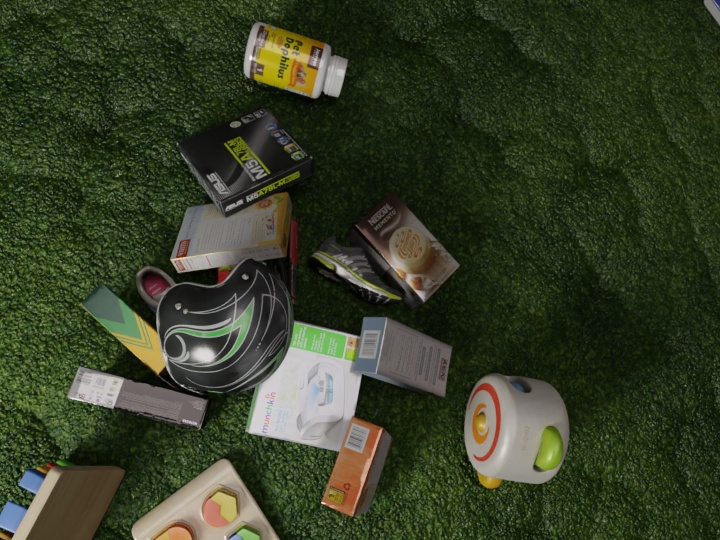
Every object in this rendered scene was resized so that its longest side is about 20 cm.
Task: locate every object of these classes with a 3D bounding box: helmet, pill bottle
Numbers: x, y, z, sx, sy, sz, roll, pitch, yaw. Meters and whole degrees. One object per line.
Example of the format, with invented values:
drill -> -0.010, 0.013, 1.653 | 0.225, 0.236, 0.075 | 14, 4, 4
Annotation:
helmet -> -0.197, 0.087, 0.834 | 0.188, 0.200, 0.202 | -10, 78, 1
pill bottle -> -0.130, -0.422, 1.090 | 0.198, 0.109, 0.110 | 14, 73, -10

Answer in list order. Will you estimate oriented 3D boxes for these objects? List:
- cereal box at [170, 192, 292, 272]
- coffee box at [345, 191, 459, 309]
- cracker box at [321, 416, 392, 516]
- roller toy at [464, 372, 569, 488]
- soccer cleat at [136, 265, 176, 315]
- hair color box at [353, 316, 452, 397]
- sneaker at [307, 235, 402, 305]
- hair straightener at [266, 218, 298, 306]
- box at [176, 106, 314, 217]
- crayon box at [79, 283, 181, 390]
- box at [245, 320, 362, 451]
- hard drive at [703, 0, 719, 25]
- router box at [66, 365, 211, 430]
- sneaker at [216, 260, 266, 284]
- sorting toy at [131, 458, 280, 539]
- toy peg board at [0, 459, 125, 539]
cereal box -> -0.225, -0.070, 0.950 | 0.198, 0.040, 0.145 | -8, 45, 8
coffee box -> 0.082, -0.038, 1.062 | 0.114, 0.080, 0.200 | -43, 89, -19
cracker box -> 0.000, 0.327, 0.888 | 0.057, 0.200, 0.135 | 16, 71, 15
roller toy -> 0.273, 0.287, 0.976 | 0.138, 0.201, 0.184 | 11, 51, -11
soccer cleat -> -0.323, 0.075, 0.932 | 0.070, 0.086, 0.200 | -43, 89, -19
hair color box -> 0.082, 0.160, 0.974 | 0.199, 0.060, 0.100 | 27, 68, -40
sneaker -> 0.000, 0.000, 1.039 | 0.199, 0.074, 0.081 | 31, 68, -6
hair straightener -> -0.156, 0.003, 1.024 | 0.076, 0.041, 0.203 | -5, 82, 12
box -> -0.218, -0.212, 1.009 | 0.192, 0.048, 0.200 | -28, 57, -20
crayon box -> -0.362, 0.116, 0.892 | 0.200, 0.127, 0.051 | 43, 71, -1
box -> -0.096, 0.203, 0.953 | 0.175, 0.097, 0.202 | 16, 73, -11
hard drive -> 1.076, -0.750, 1.509 | 0.199, 0.025, 0.133 | -32, 86, -19
router box -> -0.344, 0.208, 0.861 | 0.198, 0.149, 0.052 | 17, 72, -8
sneaker -> -0.236, 0.004, 0.984 | 0.084, 0.077, 0.201 | 17, 67, 23
sorting toy -> -0.248, 0.451, 0.884 | 0.184, 0.036, 0.201 | -33, 86, -19
toy peg board -> -0.473, 0.371, 0.775 | 0.097, 0.199, 0.202 | 20, 72, 8
